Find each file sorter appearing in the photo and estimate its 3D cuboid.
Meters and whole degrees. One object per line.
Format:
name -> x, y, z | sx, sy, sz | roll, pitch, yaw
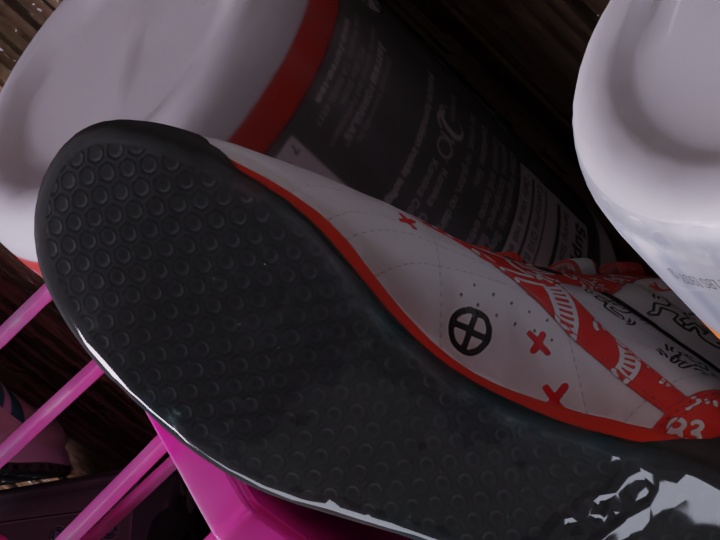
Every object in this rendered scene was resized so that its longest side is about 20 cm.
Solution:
file sorter -> -0.069, 0.087, 0.782 | 0.139, 0.125, 0.200 | 40, -171, -39

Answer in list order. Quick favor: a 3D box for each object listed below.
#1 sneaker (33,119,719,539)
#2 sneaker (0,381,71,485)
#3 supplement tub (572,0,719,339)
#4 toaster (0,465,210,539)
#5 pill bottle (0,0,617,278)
sneaker -> 0.024, 0.020, 0.605 | 0.201, 0.108, 0.068 | 28, 110, 9
sneaker -> -0.167, 0.037, 0.970 | 0.070, 0.094, 0.200 | -10, 171, 13
supplement tub -> 0.148, -0.001, 0.558 | 0.122, 0.123, 0.200 | -6, 141, 46
toaster -> -0.109, 0.157, 1.045 | 0.128, 0.114, 0.200 | -6, 156, 16
pill bottle -> 0.000, 0.000, 0.694 | 0.115, 0.116, 0.200 | -7, 140, 47
